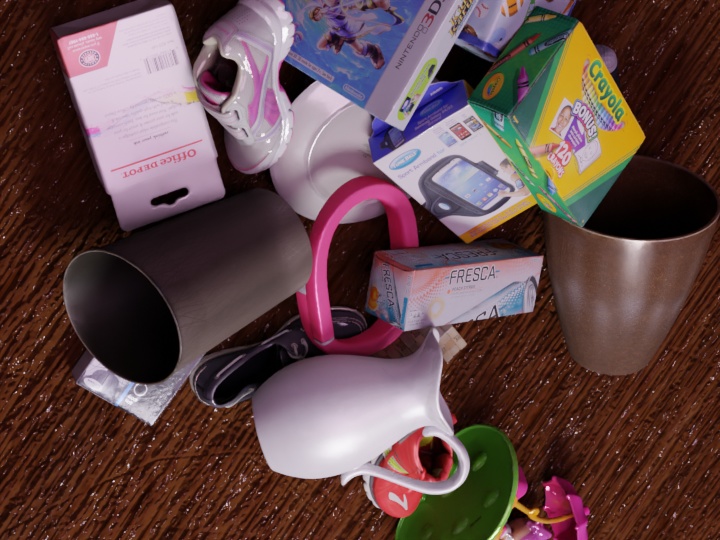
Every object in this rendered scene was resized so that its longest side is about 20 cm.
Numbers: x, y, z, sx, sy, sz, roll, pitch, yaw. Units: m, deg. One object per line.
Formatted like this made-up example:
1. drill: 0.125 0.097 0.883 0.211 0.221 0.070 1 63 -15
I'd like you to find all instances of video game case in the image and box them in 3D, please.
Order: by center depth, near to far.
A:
1. video game case: 0.003 -0.260 1.530 0.182 0.200 0.045 -59 155 6

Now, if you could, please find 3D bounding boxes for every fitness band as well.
1. fitness band: 0.000 0.000 1.649 0.143 0.037 0.201 -25 126 -31

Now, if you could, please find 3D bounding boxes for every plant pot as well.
1. plant pot: 0.280 0.006 1.732 0.186 0.187 0.201 -8 123 -16

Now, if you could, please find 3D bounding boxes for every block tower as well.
1. block tower: 0.020 0.123 1.729 0.200 0.054 0.058 -43 147 -1

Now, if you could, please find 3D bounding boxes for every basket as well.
1. basket: -0.155 0.007 1.549 0.200 0.180 0.136 -29 111 -39

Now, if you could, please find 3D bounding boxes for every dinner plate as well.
1. dinner plate: 0.005 -0.124 1.630 0.200 0.024 0.201 -14 132 -17

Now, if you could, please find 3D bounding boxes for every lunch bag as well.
1. lunch bag: 0.156 -0.286 1.599 0.200 0.124 0.170 13 105 -57

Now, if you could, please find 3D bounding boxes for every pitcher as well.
1. pitcher: 0.003 0.163 1.638 0.199 0.121 0.172 -15 99 4

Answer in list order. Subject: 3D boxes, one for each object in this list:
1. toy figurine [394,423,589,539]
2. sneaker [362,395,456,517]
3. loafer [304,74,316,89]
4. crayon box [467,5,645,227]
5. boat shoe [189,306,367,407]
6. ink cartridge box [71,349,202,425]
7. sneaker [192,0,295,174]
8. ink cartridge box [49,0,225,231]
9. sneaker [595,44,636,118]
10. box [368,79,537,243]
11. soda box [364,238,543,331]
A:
1. toy figurine: 0.168 0.287 1.821 0.184 0.150 0.200 24 121 -34
2. sneaker: 0.059 0.209 1.740 0.077 0.085 0.200 -21 141 -29
3. loafer: 0.019 -0.245 1.607 0.070 0.075 0.200 22 110 -35
4. crayon box: 0.194 -0.147 1.569 0.119 0.058 0.200 -54 139 -10
5. boat shoe: -0.078 0.097 1.691 0.199 0.063 0.073 -20 111 -13
6. ink cartridge box: -0.199 0.053 1.650 0.099 0.039 0.200 33 95 -25
7. sneaker: -0.120 -0.171 1.534 0.088 0.081 0.200 -32 141 -33
8. ink cartridge box: -0.213 -0.151 1.557 0.116 0.067 0.201 -19 112 -12
9. sneaker: 0.200 -0.143 1.694 0.200 0.075 0.114 -33 116 -4
10. box: 0.100 -0.112 1.624 0.119 0.042 0.200 -31 139 22
11. soda box: 0.100 0.013 1.683 0.200 0.064 0.069 -7 113 -42
